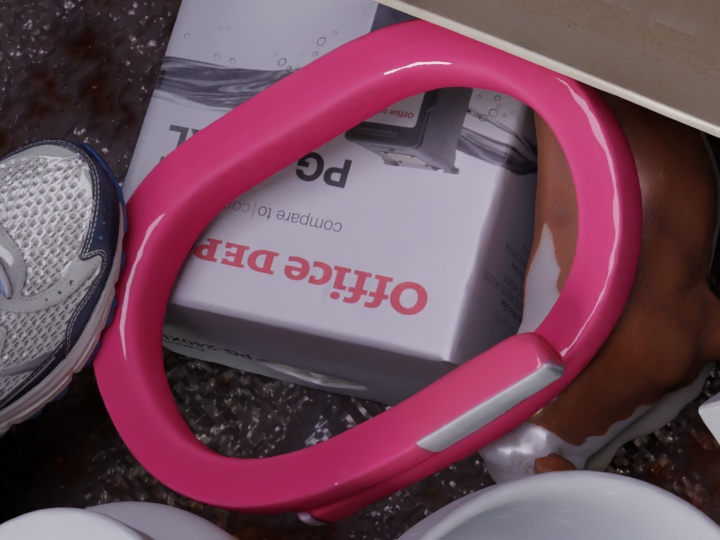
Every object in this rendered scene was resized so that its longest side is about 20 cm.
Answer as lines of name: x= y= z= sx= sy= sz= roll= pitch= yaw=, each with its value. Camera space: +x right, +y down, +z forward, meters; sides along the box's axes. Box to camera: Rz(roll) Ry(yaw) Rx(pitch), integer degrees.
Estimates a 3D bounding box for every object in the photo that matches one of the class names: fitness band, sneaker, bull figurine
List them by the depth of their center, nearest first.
sneaker: x=-0.156 y=0.031 z=0.909 sx=0.077 sy=0.085 sz=0.200 roll=41 pitch=82 yaw=16
fitness band: x=0.000 y=0.000 z=0.924 sx=0.200 sy=0.037 sz=0.144 roll=-29 pitch=66 yaw=17
bull figurine: x=0.100 y=-0.007 z=0.947 sx=0.065 sy=0.121 sz=0.200 roll=1 pitch=86 yaw=62

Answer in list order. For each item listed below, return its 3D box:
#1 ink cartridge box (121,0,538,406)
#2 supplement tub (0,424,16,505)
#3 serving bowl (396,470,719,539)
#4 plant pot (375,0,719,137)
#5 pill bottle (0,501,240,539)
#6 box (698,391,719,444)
ink cartridge box: x=0.006 y=-0.060 z=1.013 sx=0.145 sy=0.083 sz=0.200 roll=12 pitch=77 yaw=21
supplement tub: x=-0.199 y=0.117 z=0.998 sx=0.122 sy=0.123 sz=0.200 roll=4 pitch=73 yaw=18
serving bowl: x=0.054 y=0.165 z=0.893 sx=0.066 sy=0.200 sz=0.200 roll=-8 pitch=64 yaw=56
plant pot: x=0.118 y=-0.182 z=0.858 sx=0.200 sy=0.200 sz=0.177 roll=24 pitch=47 yaw=22
pill bottle: x=-0.065 y=0.139 z=0.907 sx=0.113 sy=0.200 sz=0.113 roll=-5 pitch=71 yaw=15
box: x=0.217 y=0.084 z=0.820 sx=0.124 sy=0.097 sz=0.200 roll=-35 pitch=91 yaw=-13
